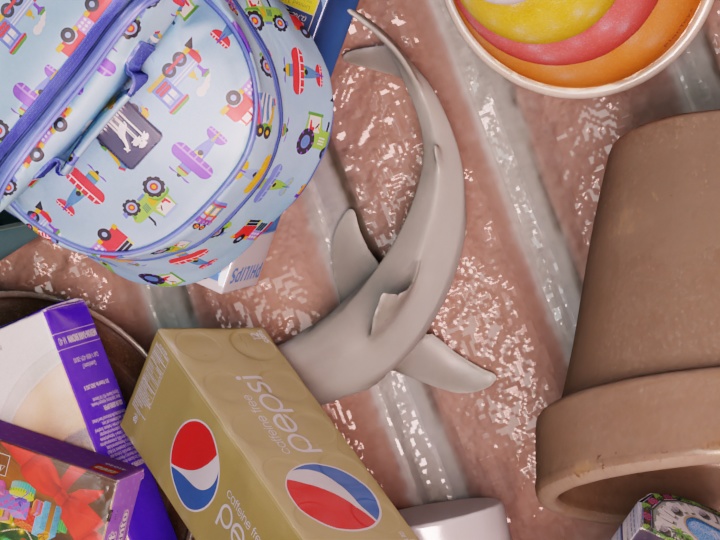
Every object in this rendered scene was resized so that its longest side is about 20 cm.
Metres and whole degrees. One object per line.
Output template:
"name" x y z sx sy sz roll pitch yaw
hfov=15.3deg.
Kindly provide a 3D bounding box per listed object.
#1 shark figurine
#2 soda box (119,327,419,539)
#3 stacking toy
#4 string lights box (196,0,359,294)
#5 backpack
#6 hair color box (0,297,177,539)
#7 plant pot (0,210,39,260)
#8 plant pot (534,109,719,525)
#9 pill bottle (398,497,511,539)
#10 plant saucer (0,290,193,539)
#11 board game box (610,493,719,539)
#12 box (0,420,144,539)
"shark figurine" 0.017 -0.013 1.348 0.127 0.089 0.216 19 101 12
"soda box" -0.040 0.112 1.309 0.200 0.067 0.064 52 130 40
"stacking toy" 0.087 -0.153 1.255 0.145 0.200 0.147 1 94 15
"string lights box" -0.072 -0.101 1.378 0.102 0.059 0.201 22 100 13
"backpack" -0.122 -0.090 1.295 0.183 0.134 0.200 -43 85 16
"hair color box" -0.163 0.128 1.385 0.109 0.065 0.201 -22 90 16
"plant pot" -0.289 -0.028 1.408 0.200 0.141 0.142 -35 84 19
"plant pot" 0.177 0.021 1.263 0.199 0.200 0.176 -5 76 16
"pill bottle" 0.049 0.220 1.342 0.112 0.112 0.201 -9 92 16
"plant saucer" -0.175 0.110 1.438 0.199 0.037 0.202 1 95 15
"board game box" 0.186 0.176 1.261 0.199 0.062 0.200 25 116 -17
"box" -0.218 0.137 1.349 0.199 0.039 0.138 17 99 15
